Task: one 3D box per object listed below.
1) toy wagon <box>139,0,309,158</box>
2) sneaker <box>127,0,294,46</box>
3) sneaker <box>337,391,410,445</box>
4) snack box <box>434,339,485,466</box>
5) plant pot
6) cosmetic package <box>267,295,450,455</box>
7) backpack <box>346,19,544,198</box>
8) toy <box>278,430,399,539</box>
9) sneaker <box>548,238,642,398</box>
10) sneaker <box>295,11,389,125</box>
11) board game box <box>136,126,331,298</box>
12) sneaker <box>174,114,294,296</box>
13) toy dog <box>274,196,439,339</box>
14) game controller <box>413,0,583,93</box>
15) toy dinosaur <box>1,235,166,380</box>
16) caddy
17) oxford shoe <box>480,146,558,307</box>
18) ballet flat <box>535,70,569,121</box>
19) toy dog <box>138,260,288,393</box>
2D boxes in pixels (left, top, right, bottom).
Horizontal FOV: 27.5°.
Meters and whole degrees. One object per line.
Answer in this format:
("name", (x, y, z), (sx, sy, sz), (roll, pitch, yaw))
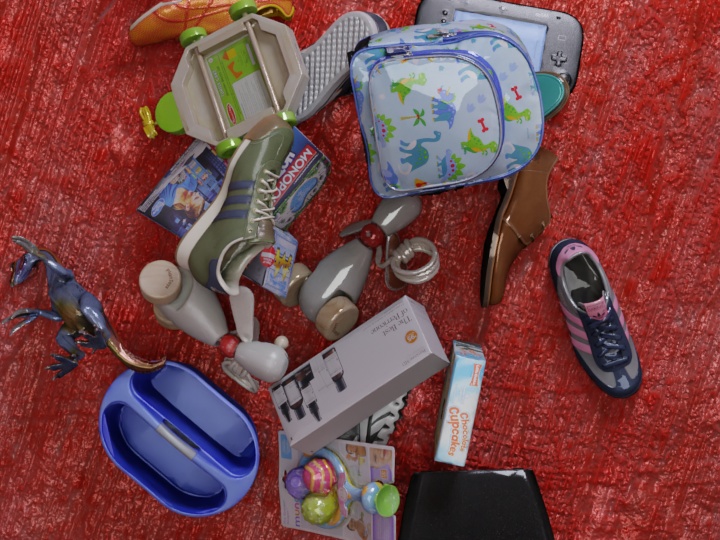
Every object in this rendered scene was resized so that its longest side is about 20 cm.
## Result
("toy wagon", (-0.157, -0.205, 1.653), (0.199, 0.040, 0.156), (-25, 73, 18))
("sneaker", (-0.173, -0.291, 1.702), (0.198, 0.073, 0.078), (-16, 90, 2))
("sneaker", (0.001, 0.170, 1.717), (0.090, 0.066, 0.201), (21, 97, -1))
("snack box", (0.111, 0.145, 1.648), (0.037, 0.200, 0.117), (11, 93, 3))
("plant pot", (0.129, 0.316, 1.668), (0.198, 0.200, 0.179), (-1, 82, 2))
("cosmetic package", (-0.004, 0.118, 1.648), (0.199, 0.051, 0.083), (-35, 59, 16))
("backpack", (0.096, -0.172, 1.582), (0.198, 0.147, 0.184), (-10, 108, 2))
("toy", (-0.041, 0.250, 1.671), (0.199, 0.047, 0.116), (1, 93, 45))
("sneaker", (0.272, 0.060, 1.701), (0.070, 0.082, 0.201), (-26, 92, 2))
("sneaker", (-0.045, -0.228, 1.705), (0.199, 0.079, 0.079), (-31, 85, 27))
("board game box", (-0.123, -0.076, 1.667), (0.200, 0.062, 0.200), (-48, 63, 7))
("sneaker", (-0.115, -0.062, 1.587), (0.090, 0.067, 0.201), (41, 103, 31))
("toy dog", (0.000, 0.000, 1.699), (0.199, 0.096, 0.133), (-28, 66, 5))
("game controller", (0.158, -0.262, 1.711), (0.198, 0.042, 0.105), (10, 92, 0))
("toy dinosaur", (-0.341, 0.045, 1.700), (0.199, 0.182, 0.105), (29, 113, -32))
("caddy", (-0.208, 0.193, 1.704), (0.200, 0.105, 0.142), (39, 92, 0))
("oxford shoe", (0.184, -0.049, 1.706), (0.071, 0.071, 0.202), (16, 91, -3))
("ballet flat", (0.153, -0.169, 1.692), (0.199, 0.072, 0.068), (-28, 75, 16))
("toy dog", (-0.159, 0.044, 1.697), (0.200, 0.132, 0.097), (37, 72, -5))
